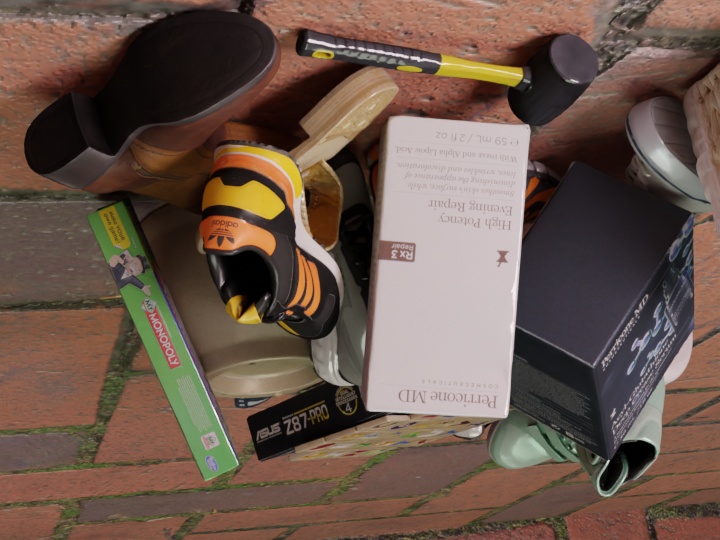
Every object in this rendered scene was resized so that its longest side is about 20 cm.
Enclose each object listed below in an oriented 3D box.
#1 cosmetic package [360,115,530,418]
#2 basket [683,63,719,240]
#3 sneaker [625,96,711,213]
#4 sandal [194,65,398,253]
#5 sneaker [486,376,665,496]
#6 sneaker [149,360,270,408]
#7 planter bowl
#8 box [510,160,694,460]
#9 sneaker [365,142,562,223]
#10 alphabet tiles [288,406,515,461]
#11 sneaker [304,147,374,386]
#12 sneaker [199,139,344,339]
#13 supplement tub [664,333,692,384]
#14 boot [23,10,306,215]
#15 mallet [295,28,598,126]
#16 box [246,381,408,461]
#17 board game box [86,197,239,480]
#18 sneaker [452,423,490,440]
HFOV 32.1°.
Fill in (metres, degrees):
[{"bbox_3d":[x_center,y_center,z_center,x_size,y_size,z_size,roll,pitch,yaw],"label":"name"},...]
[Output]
[{"bbox_3d":[0.057,-0.002,0.865,0.101,0.201,0.074,3,180,-3],"label":"cosmetic package"},{"bbox_3d":[0.353,-0.075,0.837,0.199,0.199,0.161,-2,156,-14],"label":"basket"},{"bbox_3d":[0.240,-0.076,0.968,0.071,0.073,0.200,-23,156,27],"label":"sneaker"},{"bbox_3d":[-0.037,-0.047,0.860,0.212,0.070,0.078,-43,169,35],"label":"sandal"},{"bbox_3d":[0.190,0.160,1.147,0.074,0.118,0.200,38,129,-23],"label":"sneaker"},{"bbox_3d":[-0.146,0.105,1.330,0.199,0.070,0.108,1,158,-35],"label":"sneaker"},{"bbox_3d":[-0.086,0.029,1.047,0.199,0.135,0.200,-6,161,-2],"label":"planter bowl"},{"bbox_3d":[0.188,0.037,1.010,0.107,0.149,0.200,28,162,27],"label":"box"},{"bbox_3d":[0.088,-0.031,0.976,0.199,0.112,0.078,6,156,-35],"label":"sneaker"},{"bbox_3d":[0.038,0.145,1.115,0.166,0.006,0.200,-22,163,30],"label":"alphabet tiles"},{"bbox_3d":[0.000,0.000,0.952,0.079,0.201,0.074,12,-149,40],"label":"sneaker"},{"bbox_3d":[-0.064,0.006,0.816,0.070,0.090,0.200,7,148,16],"label":"sneaker"},{"bbox_3d":[0.213,0.068,1.255,0.145,0.146,0.200,11,154,-42],"label":"supplement tub"},{"bbox_3d":[-0.087,-0.089,0.824,0.188,0.069,0.200,-31,159,23],"label":"boot"},{"bbox_3d":[0.060,-0.135,0.794,0.199,0.041,0.066,8,155,-28],"label":"mallet"},{"bbox_3d":[0.020,0.111,1.111,0.161,0.049,0.200,-7,165,-46],"label":"box"},{"bbox_3d":[-0.144,0.045,0.916,0.029,0.201,0.135,-23,-172,-7],"label":"board game box"},{"bbox_3d":[0.106,0.093,1.210,0.199,0.115,0.081,-44,-177,41],"label":"sneaker"}]
